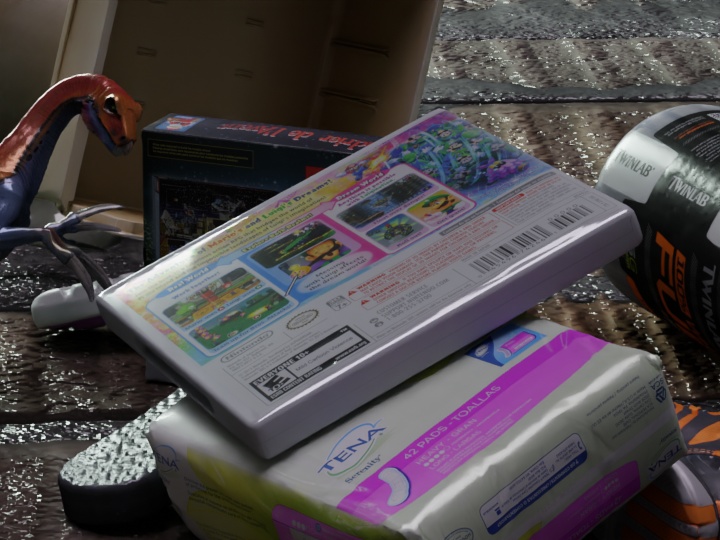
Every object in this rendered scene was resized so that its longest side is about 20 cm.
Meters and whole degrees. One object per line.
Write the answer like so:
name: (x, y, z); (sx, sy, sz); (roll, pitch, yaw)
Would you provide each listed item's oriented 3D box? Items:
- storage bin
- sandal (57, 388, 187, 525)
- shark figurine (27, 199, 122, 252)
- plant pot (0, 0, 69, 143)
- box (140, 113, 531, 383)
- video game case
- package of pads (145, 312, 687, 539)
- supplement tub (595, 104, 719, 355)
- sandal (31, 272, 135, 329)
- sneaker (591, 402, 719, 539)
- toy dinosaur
storage bin: (-0.068, -0.112, 1.614); (0.198, 0.201, 0.094); (10, 5, -39)
sandal: (-0.065, 0.080, 1.366); (0.076, 0.043, 0.200); (8, 27, 45)
shark figurine: (-0.248, -0.003, 1.593); (0.214, 0.128, 0.090); (8, 33, -45)
plant pot: (-0.160, -0.126, 1.798); (0.173, 0.201, 0.200); (27, 27, 24)
box: (-0.014, -0.001, 1.448); (0.199, 0.137, 0.038); (8, 19, 20)
video game case: (0.000, 0.000, 1.293); (0.200, 0.024, 0.182); (-29, 28, -16)
package of pads: (0.018, 0.077, 1.239); (0.154, 0.068, 0.200); (-35, 31, -27)
supplement tub: (0.217, -0.010, 1.512); (0.122, 0.123, 0.200); (-6, 18, -22)
sandal: (-0.077, 0.018, 1.546); (0.202, 0.050, 0.082); (-9, 1, 10)
sneaker: (0.136, 0.083, 1.317); (0.112, 0.078, 0.200); (-5, 29, -32)
toy dinosaur: (-0.189, -0.021, 1.429); (0.200, 0.182, 0.105); (16, 1, -34)
